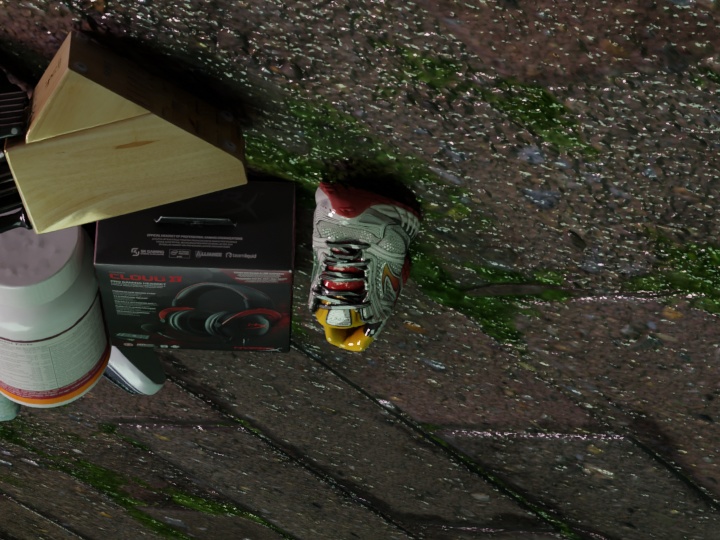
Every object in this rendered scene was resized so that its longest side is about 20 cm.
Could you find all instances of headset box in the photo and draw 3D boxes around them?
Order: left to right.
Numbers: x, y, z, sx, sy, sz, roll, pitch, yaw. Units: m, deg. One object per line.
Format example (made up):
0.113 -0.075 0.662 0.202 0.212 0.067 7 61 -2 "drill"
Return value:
-0.123 -0.006 1.522 0.147 0.076 0.200 2 158 -2 "headset box"

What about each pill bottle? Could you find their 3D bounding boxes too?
-0.251 0.019 1.536 0.109 0.110 0.200 17 153 7 "pill bottle"

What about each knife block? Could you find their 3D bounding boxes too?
-0.200 -0.064 1.376 0.199 0.064 0.176 27 115 -19 "knife block"

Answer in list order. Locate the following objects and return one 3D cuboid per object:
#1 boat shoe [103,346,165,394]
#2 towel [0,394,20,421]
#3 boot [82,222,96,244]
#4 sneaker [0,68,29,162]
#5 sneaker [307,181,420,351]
-0.264 0.055 1.734 0.200 0.091 0.071 43 -165 3 "boat shoe"
-0.473 0.095 2.157 0.198 0.048 0.171 16 159 9 "towel"
-0.292 -0.064 1.598 0.198 0.075 0.097 -3 142 24 "boot"
-0.268 -0.113 1.436 0.199 0.092 0.076 7 -171 -40 "sneaker"
0.000 0.000 1.467 0.077 0.083 0.200 15 158 12 "sneaker"
